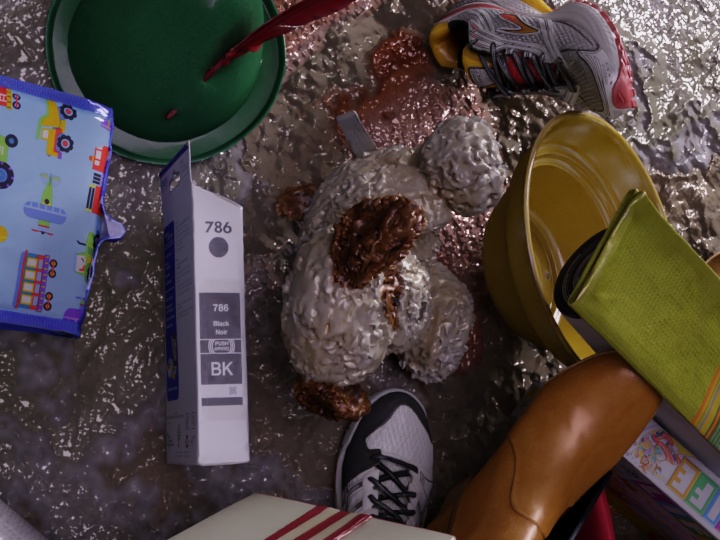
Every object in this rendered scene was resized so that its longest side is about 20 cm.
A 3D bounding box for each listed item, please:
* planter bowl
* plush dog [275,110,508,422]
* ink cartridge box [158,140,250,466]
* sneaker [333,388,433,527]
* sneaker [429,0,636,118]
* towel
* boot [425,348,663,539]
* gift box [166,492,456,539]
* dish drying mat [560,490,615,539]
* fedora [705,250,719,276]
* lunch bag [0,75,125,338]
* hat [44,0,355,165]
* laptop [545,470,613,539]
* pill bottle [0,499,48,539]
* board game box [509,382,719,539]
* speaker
[{"bbox_3d":[0.146,-0.007,0.872,0.199,0.083,0.203,18,66,-44],"label":"planter bowl"},{"bbox_3d":[0.000,0.000,0.784,0.158,0.202,0.172,15,32,8],"label":"plush dog"},{"bbox_3d":[-0.103,0.025,0.784,0.039,0.099,0.203,-1,83,-20],"label":"ink cartridge box"},{"bbox_3d":[0.018,0.178,0.812,0.075,0.088,0.203,16,75,-15],"label":"sneaker"},{"bbox_3d":[0.122,-0.147,0.858,0.082,0.200,0.078,-33,124,-14],"label":"sneaker"},{"bbox_3d":[0.207,0.044,0.735,0.200,0.018,0.087,41,70,-27],"label":"towel"},{"bbox_3d":[0.106,0.144,0.724,0.071,0.201,0.144,42,26,-6],"label":"boot"},{"bbox_3d":[-0.061,0.224,0.655,0.186,0.183,0.203,-21,104,-52],"label":"gift box"},{"bbox_3d":[0.169,0.246,0.834,0.018,0.077,0.203,1,64,-12],"label":"dish drying mat"},{"bbox_3d":[0.340,0.073,0.946,0.198,0.082,0.204,3,81,-19],"label":"fedora"},{"bbox_3d":[-0.243,-0.044,0.751,0.197,0.094,0.153,10,80,-23],"label":"lunch bag"},{"bbox_3d":[-0.099,-0.176,0.773,0.199,0.176,0.167,-38,95,-21],"label":"hat"},{"bbox_3d":[0.119,0.261,0.767,0.177,0.102,0.203,-33,108,-57],"label":"laptop"},{"bbox_3d":[-0.252,0.173,0.700,0.200,0.109,0.110,43,70,-9],"label":"pill bottle"},{"bbox_3d":[0.213,0.157,0.859,0.199,0.134,0.034,41,76,-9],"label":"board game box"},{"bbox_3d":[0.216,0.063,0.798,0.200,0.081,0.082,45,69,-26],"label":"speaker"}]
